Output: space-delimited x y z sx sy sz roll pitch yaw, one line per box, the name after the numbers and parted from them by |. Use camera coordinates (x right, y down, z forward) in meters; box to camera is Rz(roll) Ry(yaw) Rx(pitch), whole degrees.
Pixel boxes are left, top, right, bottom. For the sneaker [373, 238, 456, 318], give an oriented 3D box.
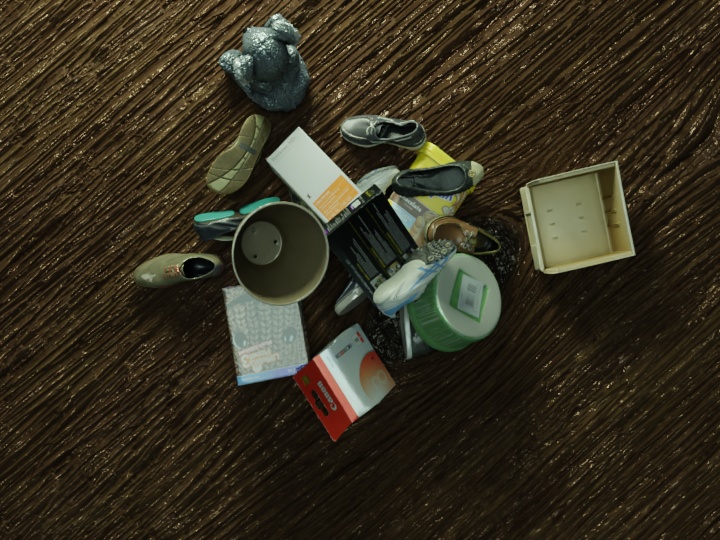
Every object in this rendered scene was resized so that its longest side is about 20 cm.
0.113 0.014 1.217 0.199 0.072 0.073 -40 125 7 | sneaker

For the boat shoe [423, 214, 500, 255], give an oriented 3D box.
0.220 -0.072 1.288 0.196 0.067 0.074 3 104 -39 | boat shoe

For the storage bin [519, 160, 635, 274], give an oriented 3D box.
0.471 -0.112 1.340 0.193 0.094 0.206 -12 92 -3 | storage bin

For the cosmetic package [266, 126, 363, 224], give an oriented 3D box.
-0.090 -0.184 1.264 0.101 0.071 0.200 -44 81 -2 | cosmetic package

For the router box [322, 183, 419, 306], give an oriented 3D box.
0.030 -0.047 1.231 0.148 0.051 0.201 -37 119 1 | router box

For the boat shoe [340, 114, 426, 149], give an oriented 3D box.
0.043 -0.305 1.305 0.195 0.063 0.075 11 80 18 | boat shoe

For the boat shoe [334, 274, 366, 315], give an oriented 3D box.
0.000 0.000 1.335 0.199 0.075 0.093 -43 76 -1 | boat shoe

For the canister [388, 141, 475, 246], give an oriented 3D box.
0.140 -0.150 1.326 0.147 0.087 0.202 35 90 -4 | canister

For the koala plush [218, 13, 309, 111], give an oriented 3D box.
-0.186 -0.430 1.246 0.176 0.200 0.186 -37 93 -2 | koala plush

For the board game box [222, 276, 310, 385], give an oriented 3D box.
-0.197 0.123 1.304 0.155 0.097 0.206 -11 91 -3 | board game box

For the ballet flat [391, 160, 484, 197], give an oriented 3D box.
0.160 -0.184 1.254 0.194 0.057 0.068 -10 94 -1 | ballet flat

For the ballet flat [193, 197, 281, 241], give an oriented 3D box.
-0.260 -0.104 1.319 0.195 0.073 0.075 -15 92 -9 | ballet flat

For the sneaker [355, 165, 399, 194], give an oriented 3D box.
0.011 -0.152 1.333 0.199 0.075 0.088 -38 101 6 | sneaker

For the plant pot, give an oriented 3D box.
-0.178 -0.045 1.208 0.182 0.199 0.193 -4 100 -21 | plant pot

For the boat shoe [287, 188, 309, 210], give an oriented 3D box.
-0.119 -0.086 1.323 0.064 0.072 0.207 -8 86 3 | boat shoe

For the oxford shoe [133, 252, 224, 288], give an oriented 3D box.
-0.393 -0.005 1.302 0.194 0.075 0.072 -13 92 -3 | oxford shoe

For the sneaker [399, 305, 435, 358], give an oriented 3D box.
0.137 0.086 1.340 0.096 0.071 0.206 -6 95 -7 | sneaker

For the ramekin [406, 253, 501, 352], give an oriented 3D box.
0.202 0.063 1.284 0.195 0.097 0.206 8 72 -27 | ramekin

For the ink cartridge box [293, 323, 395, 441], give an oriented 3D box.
-0.029 0.228 1.280 0.050 0.199 0.164 -30 94 40 | ink cartridge box

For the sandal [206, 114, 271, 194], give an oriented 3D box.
-0.258 -0.246 1.323 0.079 0.054 0.203 31 75 -9 | sandal
